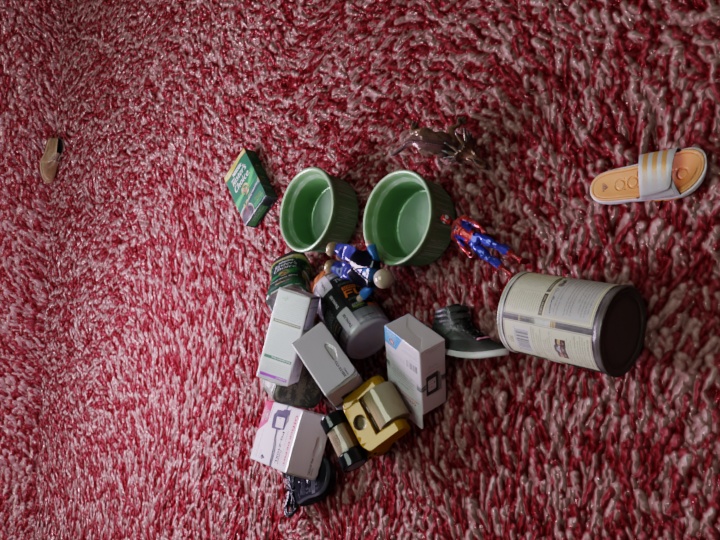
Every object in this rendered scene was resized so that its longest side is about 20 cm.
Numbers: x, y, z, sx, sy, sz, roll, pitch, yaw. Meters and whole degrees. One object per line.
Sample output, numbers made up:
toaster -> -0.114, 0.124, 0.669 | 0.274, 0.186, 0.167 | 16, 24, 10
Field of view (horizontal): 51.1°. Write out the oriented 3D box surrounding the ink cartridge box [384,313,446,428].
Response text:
ink cartridge box -> 0.112, 0.204, 1.519 | 0.116, 0.066, 0.202 | 35, 140, 45

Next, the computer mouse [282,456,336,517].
computer mouse -> -0.110, 0.490, 1.752 | 0.199, 0.052, 0.140 | -35, 47, 45

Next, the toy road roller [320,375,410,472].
toy road roller -> 0.027, 0.323, 1.576 | 0.200, 0.145, 0.124 | -41, 61, 18

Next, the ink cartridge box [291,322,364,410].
ink cartridge box -> -0.055, 0.219, 1.614 | 0.083, 0.200, 0.145 | -35, 62, -6

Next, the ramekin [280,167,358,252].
ramekin -> -0.096, -0.138, 1.810 | 0.199, 0.097, 0.203 | -11, 75, 45

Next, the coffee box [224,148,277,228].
coffee box -> -0.310, -0.231, 2.109 | 0.123, 0.044, 0.201 | -49, 51, 29

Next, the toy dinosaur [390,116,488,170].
toy dinosaur -> 0.159, -0.257, 1.536 | 0.136, 0.197, 0.087 | -84, -7, -67

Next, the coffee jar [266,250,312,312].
coffee jar -> -0.168, 0.029, 1.812 | 0.103, 0.086, 0.201 | -24, 24, 8

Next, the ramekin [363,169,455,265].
ramekin -> 0.107, -0.104, 1.597 | 0.199, 0.097, 0.203 | -12, 74, 45

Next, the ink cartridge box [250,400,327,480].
ink cartridge box -> -0.165, 0.393, 1.762 | 0.199, 0.084, 0.147 | -4, 68, 58

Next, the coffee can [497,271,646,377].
coffee can -> 0.351, 0.084, 1.262 | 0.199, 0.145, 0.148 | 10, 90, 47

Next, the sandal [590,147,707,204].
sandal -> 0.465, -0.151, 1.249 | 0.205, 0.059, 0.080 | -12, 74, 45

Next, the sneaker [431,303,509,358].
sneaker -> 0.206, 0.117, 1.466 | 0.199, 0.070, 0.101 | 3, 89, 51

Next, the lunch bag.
lunch bag -> -0.157, 0.205, 1.792 | 0.167, 0.138, 0.203 | 23, 97, 59

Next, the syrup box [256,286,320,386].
syrup box -> -0.157, 0.143, 1.646 | 0.080, 0.079, 0.203 | 17, 94, 13

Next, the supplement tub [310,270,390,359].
supplement tub -> -0.027, 0.090, 1.686 | 0.200, 0.122, 0.123 | 51, 118, 39

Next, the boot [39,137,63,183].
boot -> -1.321, -0.476, 3.231 | 0.075, 0.073, 0.203 | 0, 80, 37

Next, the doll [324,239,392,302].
doll -> 0.000, 0.000, 1.604 | 0.199, 0.048, 0.138 | 20, 108, 49

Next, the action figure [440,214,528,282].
action figure -> 0.231, -0.055, 1.465 | 0.200, 0.051, 0.066 | 40, 116, 33
